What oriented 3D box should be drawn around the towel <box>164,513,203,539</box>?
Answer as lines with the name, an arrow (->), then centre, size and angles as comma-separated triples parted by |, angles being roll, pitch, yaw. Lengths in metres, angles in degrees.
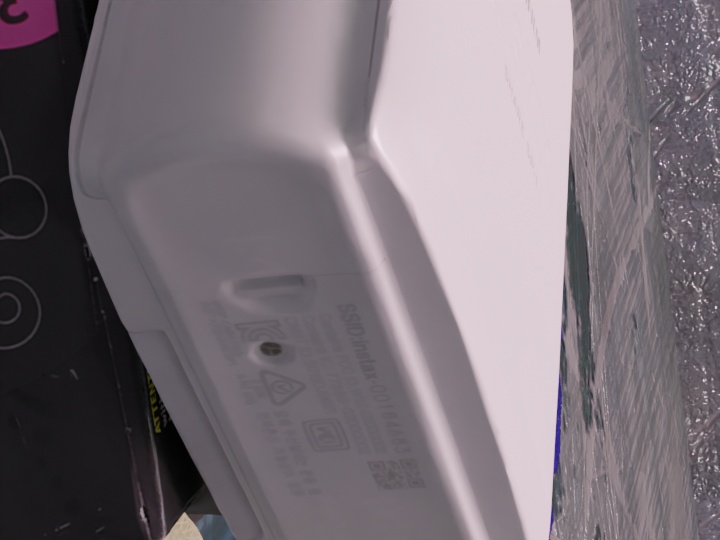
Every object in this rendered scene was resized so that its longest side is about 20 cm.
towel -> -0.092, 0.107, 0.629 | 0.149, 0.036, 0.200 | 64, 28, 1

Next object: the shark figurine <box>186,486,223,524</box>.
shark figurine -> -0.032, 0.095, 0.897 | 0.214, 0.090, 0.129 | 27, 31, -26

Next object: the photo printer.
photo printer -> 0.003, -0.047, 0.517 | 0.167, 0.069, 0.201 | 69, 21, -47

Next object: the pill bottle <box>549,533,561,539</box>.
pill bottle -> 0.072, 0.180, 1.125 | 0.200, 0.112, 0.114 | -153, -128, -66

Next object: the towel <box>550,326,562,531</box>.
towel -> 0.027, 0.109, 1.102 | 0.049, 0.147, 0.201 | 40, 35, -24

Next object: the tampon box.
tampon box -> -0.096, -0.024, 0.566 | 0.200, 0.149, 0.127 | -52, 135, -71
